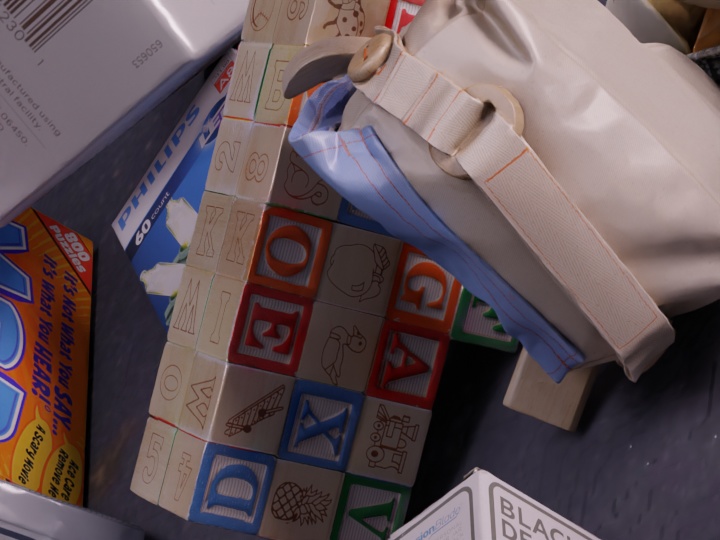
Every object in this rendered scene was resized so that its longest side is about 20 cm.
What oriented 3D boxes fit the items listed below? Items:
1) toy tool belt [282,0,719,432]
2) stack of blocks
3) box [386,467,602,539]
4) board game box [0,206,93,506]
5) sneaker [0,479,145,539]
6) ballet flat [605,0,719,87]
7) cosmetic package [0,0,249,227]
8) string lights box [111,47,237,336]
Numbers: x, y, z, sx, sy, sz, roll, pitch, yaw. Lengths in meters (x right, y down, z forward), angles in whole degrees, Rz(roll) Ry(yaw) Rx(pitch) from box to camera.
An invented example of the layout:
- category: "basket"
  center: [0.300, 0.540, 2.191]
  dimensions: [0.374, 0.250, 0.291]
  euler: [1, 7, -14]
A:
- category: "toy tool belt"
  center: [0.031, -0.041, 0.830]
  dimensions: [0.123, 0.200, 0.125]
  euler: [-44, 9, 28]
- category: "stack of blocks"
  center: [0.000, 0.000, 0.922]
  dimensions: [0.059, 0.115, 0.200]
  euler: [14, 89, 63]
- category: "box"
  center: [0.025, 0.174, 0.768]
  dimensions: [0.117, 0.060, 0.200]
  euler: [-42, 32, 32]
- category: "board game box"
  center: [-0.270, 0.065, 1.231]
  dimensions: [0.200, 0.200, 0.200]
  euler: [-43, 31, 29]
- category: "sneaker"
  center: [-0.194, 0.112, 1.069]
  dimensions: [0.073, 0.200, 0.071]
  euler: [115, 173, -82]
- category: "ballet flat"
  center: [0.127, -0.100, 0.859]
  dimensions: [0.200, 0.072, 0.072]
  euler: [-14, 52, 56]
- category: "cosmetic package"
  center: [-0.125, -0.158, 1.169]
  dimensions: [0.166, 0.167, 0.200]
  euler: [-36, 5, 40]
- category: "string lights box"
  center: [-0.037, -0.010, 1.062]
  dimensions: [0.103, 0.059, 0.200]
  euler: [-56, 26, 10]
